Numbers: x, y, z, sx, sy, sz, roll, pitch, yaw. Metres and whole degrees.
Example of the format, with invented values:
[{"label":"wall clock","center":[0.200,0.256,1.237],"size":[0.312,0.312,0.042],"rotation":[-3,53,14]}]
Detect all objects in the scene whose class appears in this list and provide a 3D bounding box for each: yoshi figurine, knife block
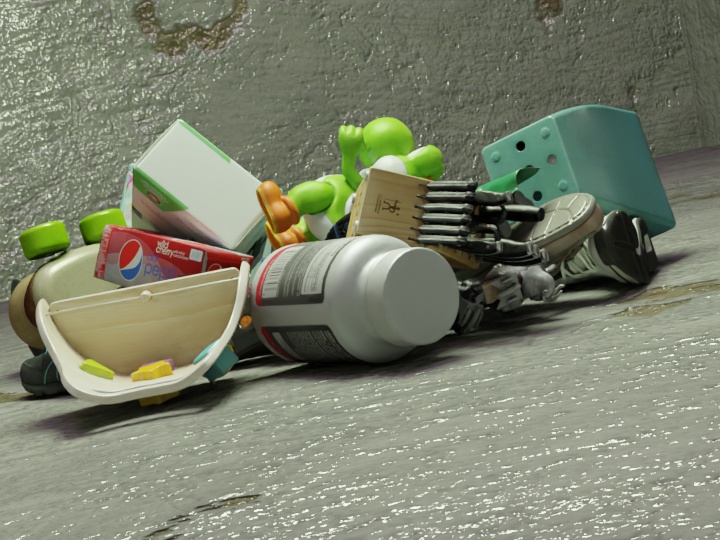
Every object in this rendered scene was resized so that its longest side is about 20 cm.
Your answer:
[{"label":"yoshi figurine","center":[-0.013,-0.096,1.678],"size":[0.198,0.113,0.112],"rotation":[-23,11,-9]},{"label":"knife block","center":[0.079,-0.038,1.463],"size":[0.174,0.065,0.200],"rotation":[14,-9,-4]}]

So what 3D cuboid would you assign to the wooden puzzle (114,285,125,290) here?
[{"label":"wooden puzzle","center":[-0.180,0.051,1.743],"size":[0.198,0.038,0.185],"rotation":[10,2,-6]}]

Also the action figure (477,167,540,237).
[{"label":"action figure","center":[0.086,-0.044,1.591],"size":[0.118,0.055,0.199],"rotation":[-36,14,-35]}]

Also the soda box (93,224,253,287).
[{"label":"soda box","center":[-0.203,-0.004,1.716],"size":[0.070,0.064,0.199],"rotation":[8,4,-43]}]

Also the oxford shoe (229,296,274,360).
[{"label":"oxford shoe","center":[-0.107,0.064,1.579],"size":[0.199,0.073,0.084],"rotation":[-15,-27,33]}]

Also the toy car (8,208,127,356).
[{"label":"toy car","center":[-0.352,0.041,1.891],"size":[0.157,0.166,0.199],"rotation":[-15,-7,-40]}]

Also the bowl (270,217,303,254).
[{"label":"bowl","center":[-0.022,-0.037,1.816],"size":[0.199,0.106,0.201],"rotation":[-17,-10,-3]}]

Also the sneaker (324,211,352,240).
[{"label":"sneaker","center":[0.000,0.000,1.619],"size":[0.076,0.076,0.200],"rotation":[3,-30,-32]}]

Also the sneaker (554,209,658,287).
[{"label":"sneaker","center":[0.231,-0.008,1.615],"size":[0.114,0.076,0.200],"rotation":[-19,-6,18]}]

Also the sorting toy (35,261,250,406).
[{"label":"sorting toy","center":[-0.187,0.075,1.401],"size":[0.198,0.108,0.180],"rotation":[-11,12,-1]}]

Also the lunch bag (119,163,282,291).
[{"label":"lunch bag","center":[-0.208,-0.035,1.969],"size":[0.198,0.172,0.122],"rotation":[11,-6,-25]}]

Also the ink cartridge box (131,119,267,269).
[{"label":"ink cartridge box","center":[-0.181,-0.062,1.804],"size":[0.084,0.146,0.200],"rotation":[-50,-5,-20]}]

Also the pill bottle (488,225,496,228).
[{"label":"pill bottle","center":[0.126,-0.026,1.747],"size":[0.108,0.110,0.200],"rotation":[-9,4,22]}]

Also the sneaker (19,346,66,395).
[{"label":"sneaker","center":[-0.274,0.080,1.609],"size":[0.199,0.080,0.075],"rotation":[-9,5,39]}]

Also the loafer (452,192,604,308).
[{"label":"loafer","center":[0.169,-0.017,1.568],"size":[0.199,0.063,0.072],"rotation":[-24,25,44]}]

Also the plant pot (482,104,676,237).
[{"label":"plant pot","center":[0.222,-0.093,1.713],"size":[0.140,0.143,0.199],"rotation":[-25,-15,27]}]

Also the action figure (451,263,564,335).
[{"label":"action figure","center":[0.103,0.023,1.503],"size":[0.198,0.070,0.130],"rotation":[-3,1,34]}]

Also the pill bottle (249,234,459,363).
[{"label":"pill bottle","center":[-0.005,0.026,1.405],"size":[0.110,0.112,0.199],"rotation":[-14,5,-34]}]
